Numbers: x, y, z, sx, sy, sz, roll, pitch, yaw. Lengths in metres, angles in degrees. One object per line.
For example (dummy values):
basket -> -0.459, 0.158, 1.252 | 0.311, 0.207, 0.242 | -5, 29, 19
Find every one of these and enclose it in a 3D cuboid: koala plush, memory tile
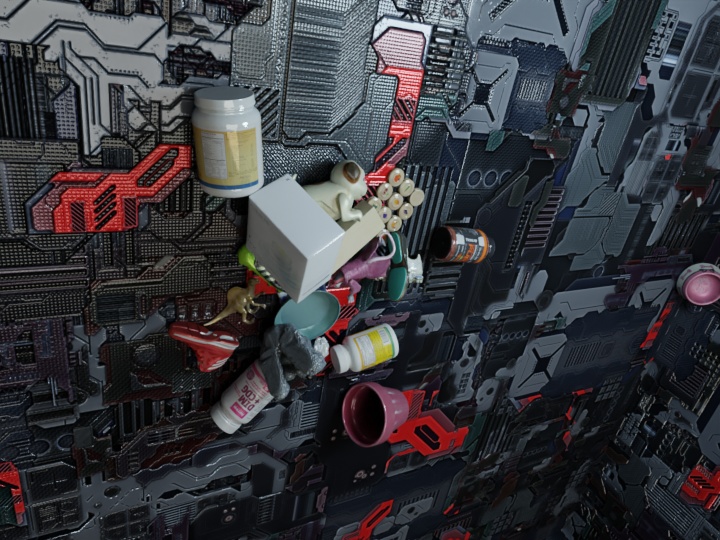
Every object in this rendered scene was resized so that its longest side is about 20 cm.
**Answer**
koala plush -> -0.174, 0.242, 1.463 | 0.176, 0.186, 0.200 | -37, 159, 12
memory tile -> 0.082, -0.176, 1.468 | 0.201, 0.017, 0.153 | -50, 130, 4

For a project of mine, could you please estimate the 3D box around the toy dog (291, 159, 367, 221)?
toy dog -> -0.072, -0.190, 1.309 | 0.199, 0.140, 0.195 | -39, 94, -1

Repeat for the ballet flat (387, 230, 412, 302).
ballet flat -> 0.118, -0.012, 1.492 | 0.068, 0.067, 0.205 | 6, 82, -52

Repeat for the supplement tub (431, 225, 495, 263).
supplement tub -> 0.324, -0.078, 1.613 | 0.197, 0.107, 0.109 | 2, 117, -31

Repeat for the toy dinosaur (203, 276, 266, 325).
toy dinosaur -> -0.318, 0.091, 1.380 | 0.200, 0.058, 0.101 | -42, 114, 14

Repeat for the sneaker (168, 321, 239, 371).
sneaker -> -0.425, 0.211, 1.363 | 0.198, 0.078, 0.117 | 23, 103, -37

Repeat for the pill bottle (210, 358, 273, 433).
pill bottle -> -0.326, 0.361, 1.488 | 0.200, 0.113, 0.113 | -45, 131, 1

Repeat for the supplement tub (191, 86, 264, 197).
supplement tub -> -0.281, -0.274, 1.108 | 0.142, 0.145, 0.204 | -12, 123, -24

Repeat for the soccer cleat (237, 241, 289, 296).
soccer cleat -> -0.224, -0.007, 1.338 | 0.199, 0.068, 0.081 | 37, 102, -26

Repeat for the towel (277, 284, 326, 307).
towel -> -0.169, 0.002, 1.423 | 0.144, 0.024, 0.203 | -20, 127, -18

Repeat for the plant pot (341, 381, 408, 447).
plant pot -> 0.063, 0.474, 1.755 | 0.177, 0.199, 0.203 | 4, 117, -50

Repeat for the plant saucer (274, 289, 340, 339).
plant saucer -> -0.154, 0.122, 1.479 | 0.196, 0.036, 0.203 | -16, 135, -16

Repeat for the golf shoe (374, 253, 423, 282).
golf shoe -> 0.099, -0.013, 1.558 | 0.196, 0.078, 0.100 | 1, 93, -31

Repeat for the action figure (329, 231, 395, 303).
action figure -> 0.000, 0.000, 1.418 | 0.198, 0.148, 0.136 | -28, 90, -29

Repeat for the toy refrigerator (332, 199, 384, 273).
toy refrigerator -> -0.038, -0.091, 1.392 | 0.200, 0.070, 0.076 | -42, 129, -7

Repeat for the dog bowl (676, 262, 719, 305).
dog bowl -> 1.581, 0.070, 2.406 | 0.196, 0.074, 0.204 | 6, 117, 11

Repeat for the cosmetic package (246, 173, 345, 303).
cosmetic package -> -0.157, -0.070, 1.199 | 0.122, 0.199, 0.201 | -36, 163, -31

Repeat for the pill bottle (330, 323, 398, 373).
pill bottle -> 0.010, 0.247, 1.620 | 0.197, 0.113, 0.115 | -17, 126, -22
